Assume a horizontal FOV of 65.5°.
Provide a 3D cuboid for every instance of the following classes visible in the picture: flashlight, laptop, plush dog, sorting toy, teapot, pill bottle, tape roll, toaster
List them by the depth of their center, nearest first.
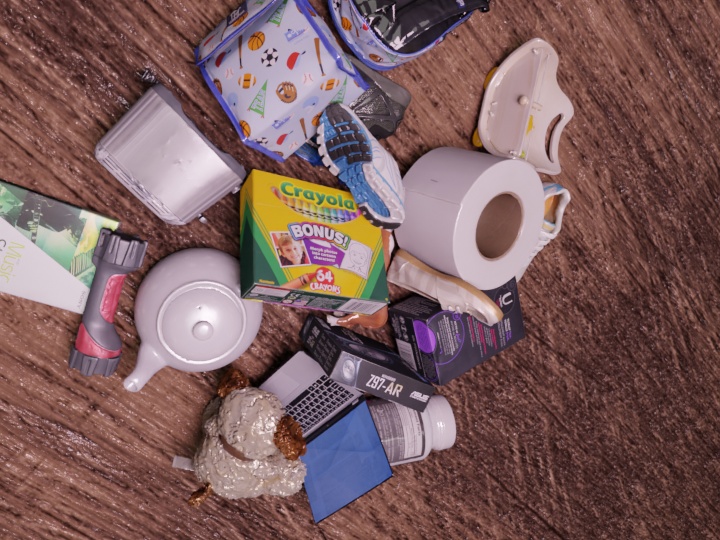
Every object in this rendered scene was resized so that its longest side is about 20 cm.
[{"bbox_3d":[-0.263,-0.157,0.763,0.129,0.114,0.200,-45,113,-3],"label":"toaster"},{"bbox_3d":[-0.346,0.046,0.780,0.068,0.068,0.200,24,98,21],"label":"flashlight"},{"bbox_3d":[-0.225,0.062,0.804,0.197,0.146,0.200,5,99,-20],"label":"teapot"},{"bbox_3d":[-0.169,0.241,0.807,0.200,0.160,0.172,35,115,18],"label":"plush dog"},{"bbox_3d":[-0.080,0.257,0.860,0.200,0.116,0.187,38,120,-16],"label":"laptop"},{"bbox_3d":[0.170,-0.085,0.882,0.202,0.139,0.203,-14,116,-32],"label":"tape roll"},{"bbox_3d":[0.295,-0.248,0.947,0.180,0.107,0.200,17,84,-34],"label":"sorting toy"},{"bbox_3d":[0.053,0.274,0.960,0.200,0.116,0.117,-5,103,-19],"label":"pill bottle"}]

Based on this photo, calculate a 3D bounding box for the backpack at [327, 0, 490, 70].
[{"bbox_3d":[0.049,-0.388,0.794,0.200,0.154,0.191,49,66,-14],"label":"backpack"}]

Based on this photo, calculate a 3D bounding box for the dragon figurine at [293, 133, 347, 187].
[{"bbox_3d":[-0.079,-0.191,0.824,0.200,0.099,0.059,32,90,-22],"label":"dragon figurine"}]

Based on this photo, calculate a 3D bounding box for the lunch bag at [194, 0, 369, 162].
[{"bbox_3d":[-0.118,-0.280,0.744,0.170,0.124,0.200,-35,72,14],"label":"lunch bag"}]

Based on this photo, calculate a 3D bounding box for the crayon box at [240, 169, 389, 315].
[{"bbox_3d":[-0.064,-0.036,0.783,0.200,0.058,0.173,10,61,-29],"label":"crayon box"}]

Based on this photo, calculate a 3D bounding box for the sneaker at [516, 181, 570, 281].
[{"bbox_3d":[0.297,-0.064,0.990,0.076,0.081,0.200,22,95,-23],"label":"sneaker"}]

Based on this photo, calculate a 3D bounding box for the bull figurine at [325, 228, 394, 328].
[{"bbox_3d":[0.000,0.000,0.912,0.121,0.065,0.200,-3,97,-12],"label":"bull figurine"}]

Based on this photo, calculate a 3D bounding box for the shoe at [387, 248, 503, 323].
[{"bbox_3d":[0.123,0.034,0.850,0.053,0.200,0.070,-54,147,-7],"label":"shoe"}]

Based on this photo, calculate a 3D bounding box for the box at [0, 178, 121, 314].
[{"bbox_3d":[-0.452,-0.036,0.764,0.200,0.036,0.145,20,95,-23],"label":"box"}]

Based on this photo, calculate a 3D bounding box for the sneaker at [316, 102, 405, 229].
[{"bbox_3d":[0.008,-0.154,0.783,0.200,0.075,0.087,58,38,-38],"label":"sneaker"}]

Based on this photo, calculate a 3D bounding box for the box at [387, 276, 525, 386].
[{"bbox_3d":[0.164,0.088,0.943,0.200,0.106,0.122,-22,109,-28],"label":"box"}]

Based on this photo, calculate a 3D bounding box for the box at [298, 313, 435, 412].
[{"bbox_3d":[0.002,0.138,0.868,0.160,0.200,0.044,25,92,-21],"label":"box"}]

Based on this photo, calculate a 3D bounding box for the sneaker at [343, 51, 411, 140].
[{"bbox_3d":[-0.025,-0.255,0.841,0.199,0.076,0.114,23,86,-27],"label":"sneaker"}]
